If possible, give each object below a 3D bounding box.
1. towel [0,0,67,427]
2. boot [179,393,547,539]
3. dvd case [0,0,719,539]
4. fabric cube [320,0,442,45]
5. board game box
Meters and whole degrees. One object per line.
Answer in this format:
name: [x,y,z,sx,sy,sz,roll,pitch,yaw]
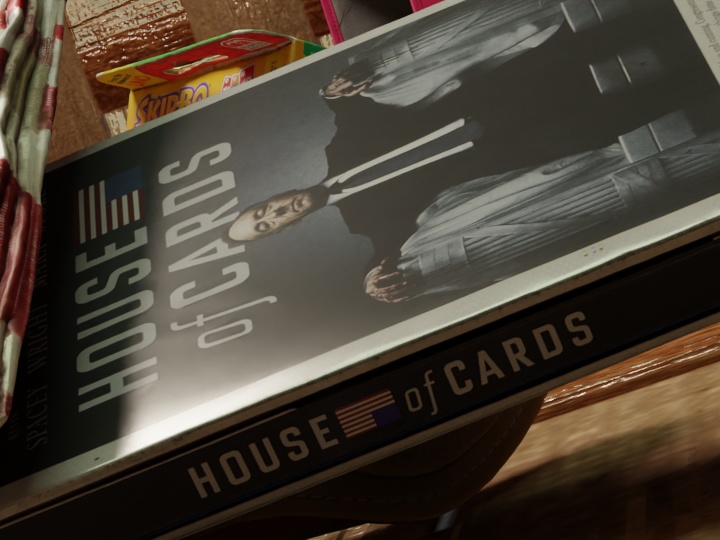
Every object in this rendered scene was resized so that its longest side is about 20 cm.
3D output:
towel: [-0.114,0.016,0.627,0.144,0.023,0.200,-50,21,24]
boot: [-0.062,0.039,0.688,0.200,0.074,0.155,-26,12,-37]
dvd case: [0.003,-0.010,0.597,0.200,0.025,0.150,-22,27,4]
fabric cube: [0.110,-0.153,1.962,0.199,0.200,0.196,-18,2,-17]
board game box: [0.012,-0.043,1.004,0.200,0.030,0.096,17,-17,-35]
